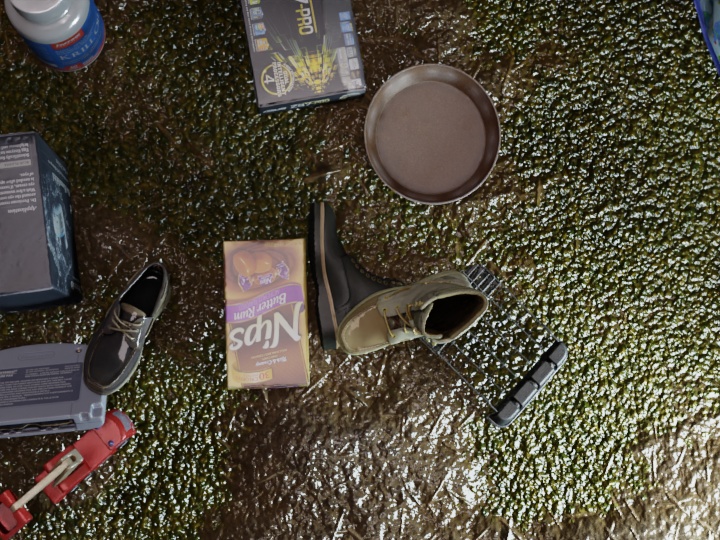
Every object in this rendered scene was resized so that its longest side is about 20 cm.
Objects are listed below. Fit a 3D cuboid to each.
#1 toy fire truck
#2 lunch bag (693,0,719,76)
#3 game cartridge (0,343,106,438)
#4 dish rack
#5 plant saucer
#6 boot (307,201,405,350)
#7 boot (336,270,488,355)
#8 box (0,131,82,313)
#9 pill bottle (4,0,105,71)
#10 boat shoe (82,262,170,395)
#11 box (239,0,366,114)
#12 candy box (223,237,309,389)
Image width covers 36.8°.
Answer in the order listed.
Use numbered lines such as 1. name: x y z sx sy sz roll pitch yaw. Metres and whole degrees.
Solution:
1. toy fire truck: -0.389 0.261 1.418 0.199 0.141 0.049 -42 87 -6
2. lunch bag: 0.576 -0.404 1.558 0.167 0.128 0.204 -15 72 -2
3. game cartridge: -0.435 0.158 1.444 0.196 0.041 0.135 -5 48 -2
4. dish rack: 0.181 0.100 1.512 0.200 0.055 0.154 44 82 4
5. plant saucer: 0.102 -0.193 1.549 0.196 0.034 0.205 0 84 -4
6. boot: 0.000 0.000 1.509 0.135 0.077 0.204 -7 97 -8
7. boot: 0.064 0.064 1.410 0.197 0.155 0.073 -23 100 -2
8. box: -0.449 -0.057 1.422 0.115 0.197 0.204 -7 84 -5
9. pill bottle: -0.414 -0.349 1.454 0.110 0.200 0.115 0 84 -3
10. boat shoe: -0.314 0.069 1.443 0.073 0.074 0.202 20 56 -1
11. box: -0.086 -0.336 1.547 0.158 0.049 0.204 -9 84 -7
12. candy box: -0.130 0.060 1.498 0.114 0.056 0.204 -2 85 -4
